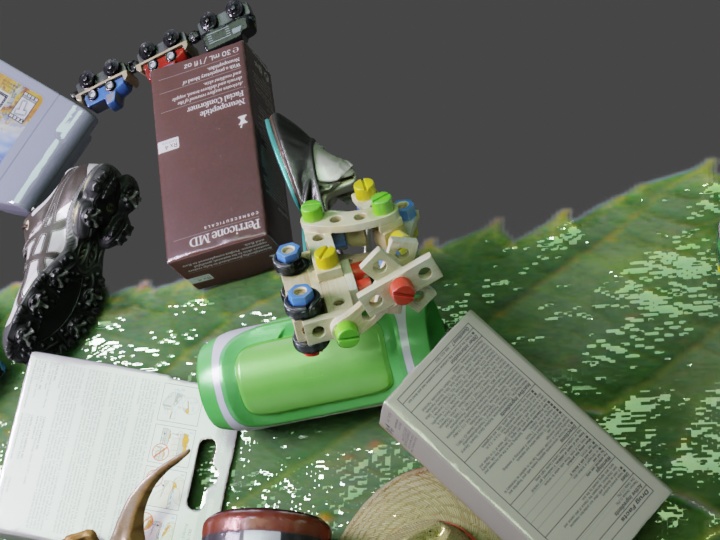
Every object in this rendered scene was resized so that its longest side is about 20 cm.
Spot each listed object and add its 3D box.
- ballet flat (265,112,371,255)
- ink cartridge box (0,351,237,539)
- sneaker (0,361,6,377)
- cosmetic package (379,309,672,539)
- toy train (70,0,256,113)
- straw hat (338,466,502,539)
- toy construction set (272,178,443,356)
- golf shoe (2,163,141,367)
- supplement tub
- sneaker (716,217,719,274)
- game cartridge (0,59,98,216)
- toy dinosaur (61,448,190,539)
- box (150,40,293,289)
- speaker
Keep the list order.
[{"bbox_3d":[-0.028,-0.050,1.246,0.068,0.068,0.202,-16,74,3],"label":"ballet flat"},{"bbox_3d":[-0.208,0.167,1.245,0.198,0.050,0.163,10,72,4],"label":"ink cartridge box"},{"bbox_3d":[-0.405,0.046,1.353,0.081,0.073,0.201,-30,66,-12],"label":"sneaker"},{"bbox_3d":[0.119,0.138,1.065,0.200,0.073,0.103,43,75,11],"label":"cosmetic package"},{"bbox_3d":[-0.189,-0.200,1.382,0.198,0.034,0.046,-24,75,10],"label":"toy train"},{"bbox_3d":[0.046,0.236,1.086,0.199,0.085,0.203,-8,67,18],"label":"straw hat"},{"bbox_3d":[0.000,0.000,1.115,0.130,0.093,0.200,-15,20,-3],"label":"toy construction set"},{"bbox_3d":[-0.279,-0.008,1.325,0.094,0.078,0.201,17,74,43],"label":"golf shoe"},{"bbox_3d":[-0.076,0.291,1.099,0.106,0.107,0.202,-6,67,18],"label":"supplement tub"},{"bbox_3d":[0.327,-0.076,1.105,0.077,0.085,0.202,12,73,25],"label":"sneaker"},{"bbox_3d":[-0.366,-0.138,1.422,0.199,0.042,0.134,29,78,28],"label":"game cartridge"},{"bbox_3d":[-0.197,0.237,1.178,0.105,0.060,0.202,4,95,-3],"label":"toy dinosaur"},{"bbox_3d":[-0.126,-0.095,1.293,0.099,0.075,0.202,-16,66,14],"label":"box"},{"bbox_3d":[-0.031,0.077,1.179,0.198,0.088,0.089,-12,65,15],"label":"speaker"}]
